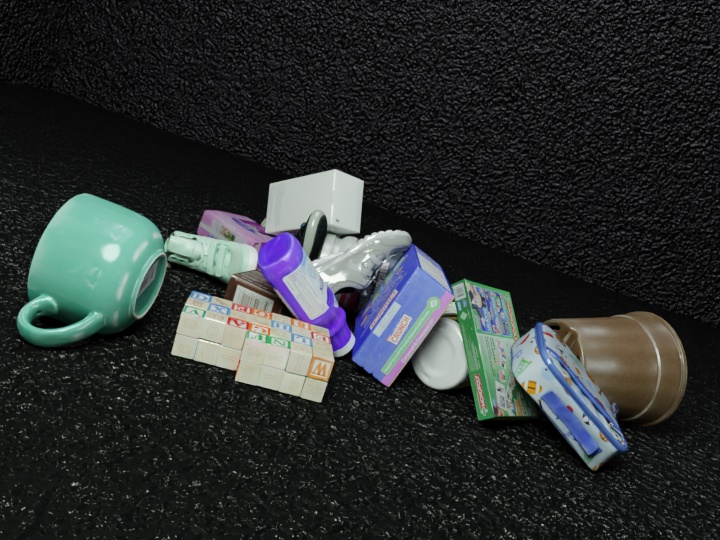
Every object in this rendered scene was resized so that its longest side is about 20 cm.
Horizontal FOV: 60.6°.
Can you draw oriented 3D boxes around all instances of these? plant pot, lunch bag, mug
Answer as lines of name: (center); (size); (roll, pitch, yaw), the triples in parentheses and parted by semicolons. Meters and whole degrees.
plant pot: (0.410, 0.166, 1.064); (0.195, 0.204, 0.200); (5, 16, -22)
lunch bag: (0.301, 0.182, 0.889); (0.200, 0.075, 0.160); (48, 18, -4)
mug: (-0.313, 0.013, 0.749); (0.113, 0.188, 0.152); (20, -12, -2)

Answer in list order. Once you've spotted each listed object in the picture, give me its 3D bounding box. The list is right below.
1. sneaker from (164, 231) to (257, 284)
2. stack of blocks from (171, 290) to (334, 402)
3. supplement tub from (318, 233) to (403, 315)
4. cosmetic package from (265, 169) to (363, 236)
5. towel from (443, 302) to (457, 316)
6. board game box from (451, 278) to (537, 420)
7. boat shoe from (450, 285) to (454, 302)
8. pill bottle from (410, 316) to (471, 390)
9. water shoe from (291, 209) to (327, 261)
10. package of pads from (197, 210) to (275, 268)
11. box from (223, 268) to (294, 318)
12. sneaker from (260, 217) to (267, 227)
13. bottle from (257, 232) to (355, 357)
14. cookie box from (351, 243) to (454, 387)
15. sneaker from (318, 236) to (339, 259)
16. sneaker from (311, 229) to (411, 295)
sneaker: (-0.263, -0.021, 1.049); (0.117, 0.075, 0.199); (15, -5, -41)
stack of blocks: (-0.138, 0.097, 0.805); (0.197, 0.059, 0.115); (17, 13, -11)
supplement tub: (0.012, 0.019, 1.175); (0.197, 0.142, 0.140); (18, 12, -3)
cosmetic package: (-0.094, -0.124, 1.210); (0.198, 0.110, 0.084); (-1, -10, 43)
towel: (0.176, 0.090, 1.138); (0.144, 0.024, 0.200); (-1, -16, 8)
board game box: (0.203, 0.122, 0.930); (0.029, 0.203, 0.134); (-24, -26, 36)
boat shoe: (0.154, 0.075, 1.243); (0.198, 0.077, 0.073); (-1, -20, 41)
pill bottle: (0.179, 0.131, 1.012); (0.111, 0.113, 0.198); (28, 16, 37)
water shoe: (-0.118, -0.036, 1.127); (0.078, 0.202, 0.072); (27, 43, 7)
package of pads: (-0.237, -0.058, 1.283); (0.199, 0.077, 0.120); (30, 16, 39)
box: (-0.131, 0.045, 1.011); (0.099, 0.076, 0.200); (22, 11, 15)
sneaker: (-0.202, -0.085, 1.444); (0.080, 0.077, 0.200); (20, 11, -32)
bottle: (-0.073, 0.043, 0.896); (0.201, 0.065, 0.084); (58, 6, -30)
cookie box: (0.062, 0.062, 0.972); (0.075, 0.172, 0.200); (34, 12, -6)
sneaker: (-0.076, -0.039, 1.334); (0.077, 0.085, 0.202); (19, 35, -41)
sneaker: (0.000, 0.000, 0.994); (0.198, 0.083, 0.075); (-26, -9, -13)
